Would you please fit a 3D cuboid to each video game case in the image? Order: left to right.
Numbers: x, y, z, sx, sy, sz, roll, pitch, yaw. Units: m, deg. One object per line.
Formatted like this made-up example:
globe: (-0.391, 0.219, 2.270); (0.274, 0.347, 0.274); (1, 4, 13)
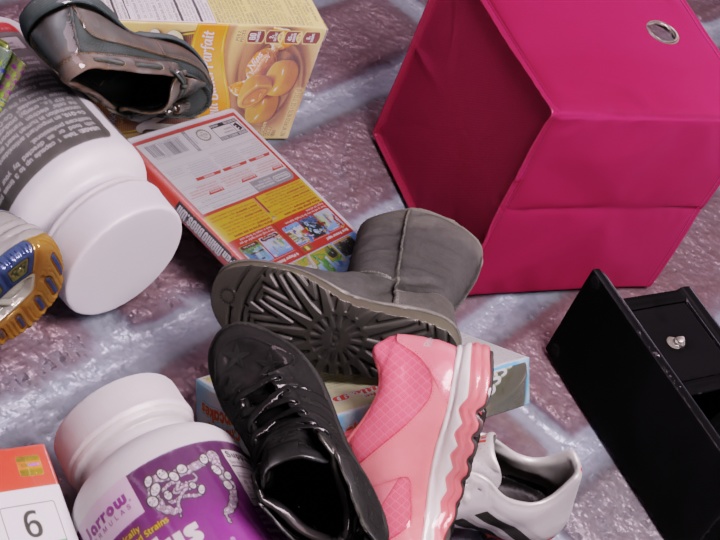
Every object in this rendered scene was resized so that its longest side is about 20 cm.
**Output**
video game case: (-0.069, -0.037, 1.076); (0.200, 0.018, 0.143); (45, 31, 11)

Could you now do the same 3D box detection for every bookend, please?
bookend: (0.279, 0.092, 1.095); (0.198, 0.093, 0.200); (-6, 50, -31)

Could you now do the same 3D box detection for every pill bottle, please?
pill bottle: (-0.220, -0.071, 1.006); (0.113, 0.115, 0.200); (-23, 60, -40)
pill bottle: (-0.097, 0.160, 0.829); (0.111, 0.113, 0.201); (-14, 54, -35)

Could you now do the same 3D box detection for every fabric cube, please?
fabric cube: (0.156, -0.118, 1.171); (0.197, 0.201, 0.198); (-1, 48, -28)

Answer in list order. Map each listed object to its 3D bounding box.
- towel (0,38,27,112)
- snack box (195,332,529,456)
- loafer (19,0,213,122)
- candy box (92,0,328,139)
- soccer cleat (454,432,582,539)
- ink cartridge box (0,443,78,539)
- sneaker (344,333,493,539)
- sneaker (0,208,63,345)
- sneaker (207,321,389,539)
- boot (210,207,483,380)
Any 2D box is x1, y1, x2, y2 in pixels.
towel: (-0.327, -0.129, 0.987); (0.199, 0.145, 0.023); (34, 5, 24)
snack box: (0.003, 0.081, 0.975); (0.198, 0.038, 0.116); (-13, 19, -34)
loafer: (-0.161, -0.130, 1.009); (0.200, 0.071, 0.063); (22, 38, -63)
candy box: (-0.137, -0.161, 1.136); (0.198, 0.116, 0.056); (-4, 47, -29)
soccer cleat: (0.050, 0.136, 0.945); (0.197, 0.086, 0.069); (10, 43, -16)
ink cartridge box: (-0.218, 0.142, 0.801); (0.108, 0.050, 0.202); (-3, 59, -42)
sneaker: (0.019, 0.134, 0.886); (0.086, 0.203, 0.074); (16, 0, 7)
sneaker: (-0.279, 0.034, 0.896); (0.088, 0.076, 0.199); (32, 56, 30)
sneaker: (-0.033, 0.104, 0.812); (0.060, 0.104, 0.201); (-33, 73, 1)
boot: (-0.002, 0.002, 1.008); (0.180, 0.073, 0.201); (19, 28, -3)
